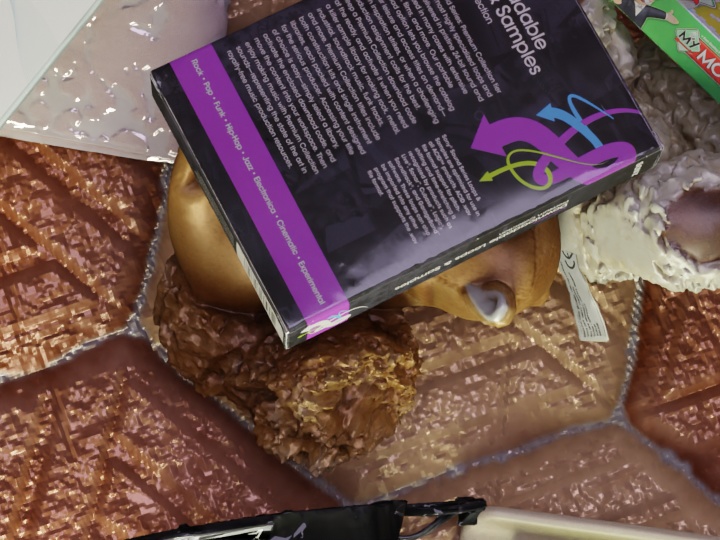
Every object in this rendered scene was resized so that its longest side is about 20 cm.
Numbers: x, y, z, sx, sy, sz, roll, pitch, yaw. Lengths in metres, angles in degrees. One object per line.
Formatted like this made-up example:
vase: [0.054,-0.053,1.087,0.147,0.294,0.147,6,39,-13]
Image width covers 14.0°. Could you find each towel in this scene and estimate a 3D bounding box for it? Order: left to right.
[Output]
towel: [-0.158,-0.160,1.481,0.191,0.032,0.200,7,110,-3]

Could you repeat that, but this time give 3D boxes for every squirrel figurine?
squirrel figurine: [0.000,0.000,1.454,0.187,0.142,0.200,19,96,9]

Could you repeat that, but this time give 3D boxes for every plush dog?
plush dog: [0.157,-0.070,1.492,0.172,0.160,0.200,-26,70,-27]

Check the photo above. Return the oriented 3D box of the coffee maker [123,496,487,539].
coffee maker: [-0.019,0.217,1.414,0.192,0.135,0.200,-8,83,-2]

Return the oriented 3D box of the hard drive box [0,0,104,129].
hard drive box: [-0.214,-0.146,1.430,0.156,0.077,0.200,37,108,-12]

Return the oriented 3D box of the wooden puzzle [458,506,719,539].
wooden puzzle: [0.132,0.228,1.474,0.185,0.037,0.200,8,80,-3]

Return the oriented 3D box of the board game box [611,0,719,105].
board game box: [0.216,-0.135,1.485,0.135,0.029,0.200,44,37,3]

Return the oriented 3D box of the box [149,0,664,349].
box: [0.021,-0.070,1.372,0.200,0.036,0.143,-26,76,-8]
